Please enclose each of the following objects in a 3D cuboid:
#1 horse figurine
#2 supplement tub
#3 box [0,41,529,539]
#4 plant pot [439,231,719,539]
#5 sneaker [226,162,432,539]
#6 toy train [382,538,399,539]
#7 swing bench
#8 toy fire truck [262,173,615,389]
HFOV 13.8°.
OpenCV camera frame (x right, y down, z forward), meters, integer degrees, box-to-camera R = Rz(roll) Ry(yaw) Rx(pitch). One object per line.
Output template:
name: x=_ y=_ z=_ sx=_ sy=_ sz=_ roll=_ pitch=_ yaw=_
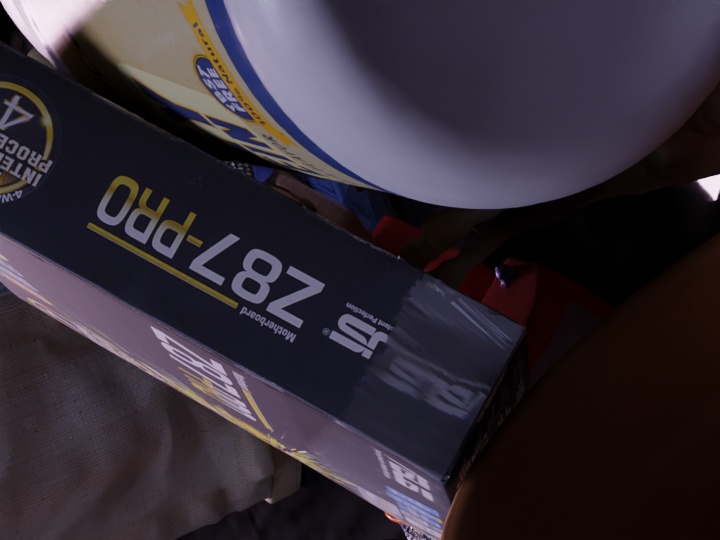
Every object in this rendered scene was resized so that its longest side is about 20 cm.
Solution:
horse figurine: x=0.067 y=-0.039 z=0.808 sx=0.050 sy=0.132 sz=0.200 roll=61 pitch=176 yaw=-10
supplement tub: x=-0.006 y=-0.095 z=0.744 sx=0.200 sy=0.144 sz=0.145 roll=14 pitch=123 yaw=62
box: x=-0.032 y=0.011 z=0.805 sx=0.161 sy=0.049 sz=0.200 roll=27 pitch=172 yaw=7
plant pot: x=0.136 y=0.073 z=0.682 sx=0.140 sy=0.200 sz=0.200 roll=57 pitch=158 yaw=-17
sneaker: x=-0.007 y=0.042 z=1.054 sx=0.200 sy=0.078 sz=0.075 roll=59 pitch=155 yaw=16
toy train: x=0.046 y=0.156 z=1.082 sx=0.200 sy=0.046 sz=0.034 roll=35 pitch=141 yaw=49
swing bench: x=-0.159 y=0.033 z=1.207 sx=0.200 sy=0.198 sz=0.130 roll=41 pitch=145 yaw=42
toy fire truck: x=0.000 y=0.000 z=0.949 sx=0.141 sy=0.049 sz=0.200 roll=35 pitch=172 yaw=-30
